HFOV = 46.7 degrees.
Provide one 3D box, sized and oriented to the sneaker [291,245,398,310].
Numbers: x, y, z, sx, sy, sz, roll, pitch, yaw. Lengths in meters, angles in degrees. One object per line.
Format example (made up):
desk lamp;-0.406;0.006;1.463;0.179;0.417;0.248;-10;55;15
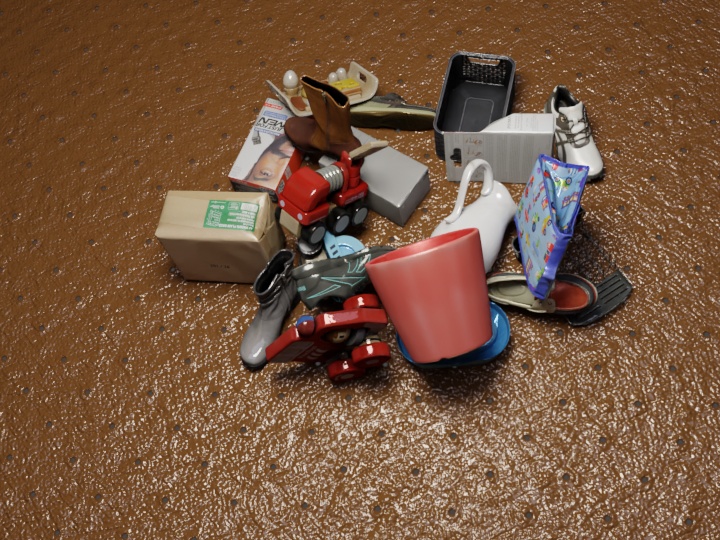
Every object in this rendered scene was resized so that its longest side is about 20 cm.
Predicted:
sneaker;-0.020;0.009;1.452;0.198;0.075;0.080;-16;86;-16

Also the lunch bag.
lunch bag;0.311;-0.064;1.382;0.093;0.152;0.202;13;48;1

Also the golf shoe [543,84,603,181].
golf shoe;0.406;-0.265;1.598;0.077;0.095;0.202;-21;64;-4

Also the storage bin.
storage bin;0.227;-0.320;1.653;0.133;0.094;0.202;9;65;13

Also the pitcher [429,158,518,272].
pitcher;0.194;-0.082;1.500;0.200;0.172;0.121;-49;34;-17

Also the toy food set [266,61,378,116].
toy food set;-0.078;-0.379;1.696;0.198;0.061;0.144;-18;34;-17

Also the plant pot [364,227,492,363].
plant pot;0.125;0.044;1.365;0.198;0.200;0.180;-18;95;0

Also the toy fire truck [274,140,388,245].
toy fire truck;-0.044;-0.159;1.478;0.128;0.202;0.175;37;42;28

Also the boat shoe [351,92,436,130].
boat shoe;0.064;-0.329;1.693;0.197;0.073;0.066;7;70;12

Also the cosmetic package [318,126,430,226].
cosmetic package;0.028;-0.185;1.623;0.199;0.090;0.107;34;73;19

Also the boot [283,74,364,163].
boot;-0.085;-0.280;1.529;0.188;0.200;0.069;36;76;24

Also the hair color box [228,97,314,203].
hair color box;-0.175;-0.244;1.694;0.110;0.064;0.202;16;68;15

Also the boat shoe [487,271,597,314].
boat shoe;0.307;0.038;1.444;0.198;0.062;0.072;9;100;35

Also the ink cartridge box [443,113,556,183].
ink cartridge box;0.260;-0.227;1.561;0.197;0.163;0.058;6;63;12

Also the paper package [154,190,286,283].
paper package;-0.253;-0.059;1.543;0.197;0.191;0.105;4;65;9

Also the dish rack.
dish rack;0.382;-0.007;1.495;0.152;0.055;0.201;-31;64;-6

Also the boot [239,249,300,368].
boot;-0.172;0.066;1.501;0.069;0.132;0.202;18;67;16

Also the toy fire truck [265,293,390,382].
toy fire truck;-0.052;0.115;1.415;0.166;0.200;0.114;3;65;-33

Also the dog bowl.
dog bowl;0.164;0.117;1.470;0.197;0.050;0.113;-6;63;6

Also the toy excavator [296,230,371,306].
toy excavator;0.000;0.000;1.536;0.198;0.100;0.196;-20;63;-11
